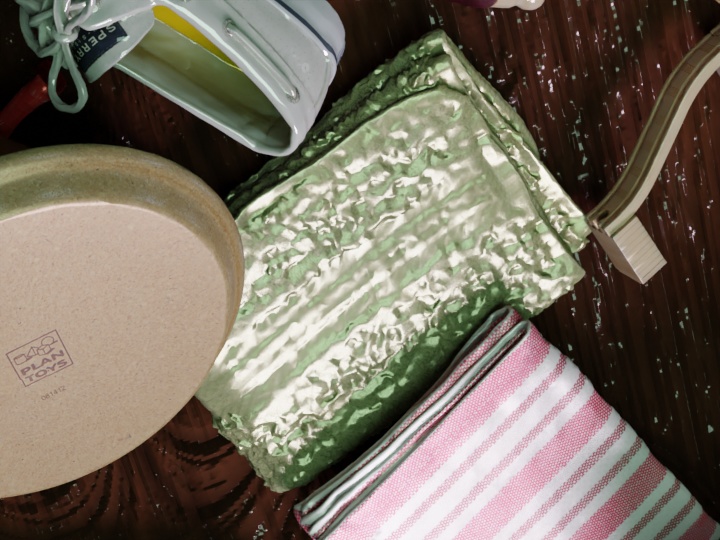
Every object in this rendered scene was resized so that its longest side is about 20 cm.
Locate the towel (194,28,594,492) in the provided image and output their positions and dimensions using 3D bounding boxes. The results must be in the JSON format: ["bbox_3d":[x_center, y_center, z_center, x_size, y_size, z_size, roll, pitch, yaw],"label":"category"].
[{"bbox_3d":[0.000,0.000,0.840,0.199,0.037,0.149,-39,119,2],"label":"towel"}]

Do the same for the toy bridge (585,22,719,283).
[{"bbox_3d":[0.182,-0.084,0.851,0.200,0.027,0.067,-41,118,-3],"label":"toy bridge"}]

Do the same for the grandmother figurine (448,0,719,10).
[{"bbox_3d":[0.062,-0.138,0.765,0.197,0.061,0.122,-4,146,0],"label":"grandmother figurine"}]

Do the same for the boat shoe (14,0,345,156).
[{"bbox_3d":[-0.101,-0.104,0.723,0.201,0.087,0.074,32,145,-24],"label":"boat shoe"}]

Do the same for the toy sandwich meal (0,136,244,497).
[{"bbox_3d":[-0.144,0.011,0.743,0.203,0.070,0.206,-19,139,-17],"label":"toy sandwich meal"}]

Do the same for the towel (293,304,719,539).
[{"bbox_3d":[0.077,0.124,0.896,0.146,0.030,0.200,-44,124,2],"label":"towel"}]

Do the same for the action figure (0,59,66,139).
[{"bbox_3d":[-0.205,-0.022,0.764,0.065,0.052,0.200,40,103,-22],"label":"action figure"}]
